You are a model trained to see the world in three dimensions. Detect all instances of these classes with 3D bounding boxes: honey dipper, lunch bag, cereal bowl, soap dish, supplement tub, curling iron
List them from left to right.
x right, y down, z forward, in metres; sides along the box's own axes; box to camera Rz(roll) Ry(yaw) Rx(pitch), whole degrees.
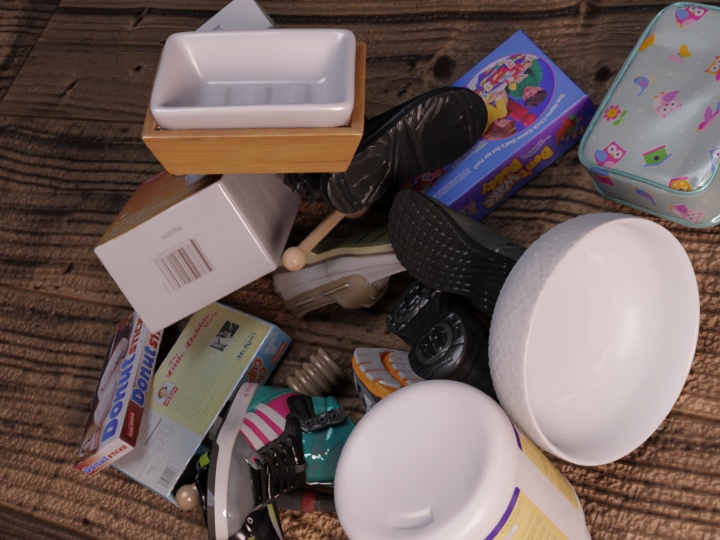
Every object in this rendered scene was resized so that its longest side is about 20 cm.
[{"bbox_3d":[-0.097,0.156,1.237,0.200,0.038,0.038,-44,45,-2],"label":"honey dipper"},{"bbox_3d":[-0.094,-0.157,1.219,0.199,0.081,0.158,0,40,1],"label":"soap dish"},{"bbox_3d":[-0.042,0.204,1.190,0.199,0.026,0.050,-10,33,35],"label":"curling iron"},{"bbox_3d":[-0.028,-0.047,1.275,0.038,0.038,0.200,-14,18,26],"label":"honey dipper"},{"bbox_3d":[0.085,0.187,0.990,0.145,0.200,0.146,-18,50,23],"label":"supplement tub"},{"bbox_3d":[0.175,0.049,1.034,0.083,0.200,0.200,18,70,51],"label":"cereal bowl"},{"bbox_3d":[0.297,-0.144,1.168,0.160,0.077,0.200,21,73,43],"label":"lunch bag"}]

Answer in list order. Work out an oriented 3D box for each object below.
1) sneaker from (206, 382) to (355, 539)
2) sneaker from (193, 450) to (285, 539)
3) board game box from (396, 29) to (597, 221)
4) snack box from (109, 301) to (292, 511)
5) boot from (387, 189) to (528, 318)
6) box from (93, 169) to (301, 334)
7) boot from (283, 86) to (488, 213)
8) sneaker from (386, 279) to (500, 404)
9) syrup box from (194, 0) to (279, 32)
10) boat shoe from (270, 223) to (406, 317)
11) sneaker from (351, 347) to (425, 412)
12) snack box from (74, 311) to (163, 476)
[{"bbox_3d":[-0.061,0.166,1.118,0.120,0.084,0.200,4,27,6],"label":"sneaker"},{"bbox_3d":[-0.102,0.251,1.141,0.072,0.083,0.200,-36,57,11],"label":"sneaker"},{"bbox_3d":[0.122,-0.133,1.301,0.200,0.045,0.135,-38,46,5],"label":"board game box"},{"bbox_3d":[-0.166,0.130,1.315,0.116,0.037,0.200,19,71,43],"label":"snack box"},{"bbox_3d":[0.125,-0.008,1.162,0.200,0.130,0.068,38,118,38],"label":"boot"},{"bbox_3d":[-0.161,-0.048,1.335,0.152,0.107,0.200,-28,18,15],"label":"box"},{"bbox_3d":[0.009,-0.136,1.299,0.198,0.074,0.162,-33,30,-10],"label":"boot"},{"bbox_3d":[0.082,0.064,1.172,0.076,0.091,0.200,-44,22,15],"label":"sneaker"},{"bbox_3d":[-0.083,-0.191,1.373,0.081,0.200,0.079,-38,45,5],"label":"syrup box"},{"bbox_3d":[0.000,0.000,1.272,0.199,0.069,0.075,-9,15,38],"label":"boat shoe"},{"bbox_3d":[0.035,0.131,1.152,0.200,0.078,0.078,-120,38,-60],"label":"sneaker"},{"bbox_3d":[-0.246,0.118,1.350,0.072,0.024,0.200,-33,32,29],"label":"snack box"}]
